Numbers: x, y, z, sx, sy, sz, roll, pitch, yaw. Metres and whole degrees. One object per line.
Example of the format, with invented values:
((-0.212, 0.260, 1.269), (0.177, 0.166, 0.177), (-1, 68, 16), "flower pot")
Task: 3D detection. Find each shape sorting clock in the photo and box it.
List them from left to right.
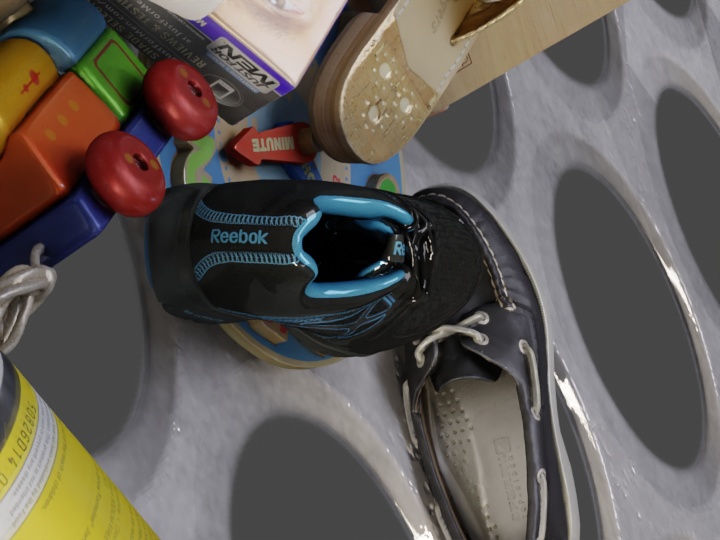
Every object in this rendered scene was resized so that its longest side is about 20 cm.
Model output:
((-0.034, -0.056, 1.258), (0.200, 0.039, 0.200), (14, 74, -55), "shape sorting clock")

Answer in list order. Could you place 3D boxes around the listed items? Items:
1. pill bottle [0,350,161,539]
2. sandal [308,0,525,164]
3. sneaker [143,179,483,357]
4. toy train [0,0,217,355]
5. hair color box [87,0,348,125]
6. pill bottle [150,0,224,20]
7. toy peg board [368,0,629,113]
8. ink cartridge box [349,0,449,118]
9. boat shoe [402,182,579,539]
((-0.108, 0.118, 0.901), (0.200, 0.112, 0.112), (53, 27, -28), "pill bottle")
((0.057, -0.132, 1.267), (0.078, 0.070, 0.212), (51, 59, -38), "sandal")
((0.000, 0.000, 1.196), (0.200, 0.082, 0.073), (0, 88, -53), "sneaker")
((-0.136, -0.048, 1.037), (0.116, 0.085, 0.200), (50, 27, -12), "toy train")
((-0.037, -0.174, 1.197), (0.109, 0.065, 0.200), (38, 62, -17), "hair color box")
((-0.125, -0.176, 1.036), (0.200, 0.116, 0.116), (26, 41, -20), "pill bottle")
((0.057, -0.215, 1.378), (0.098, 0.199, 0.200), (26, -38, 57), "toy peg board")
((-0.039, -0.146, 1.358), (0.200, 0.050, 0.163), (-2, 71, -68), "ink cartridge box")
((0.053, 0.055, 1.353), (0.060, 0.074, 0.200), (5, 73, -69), "boat shoe")
